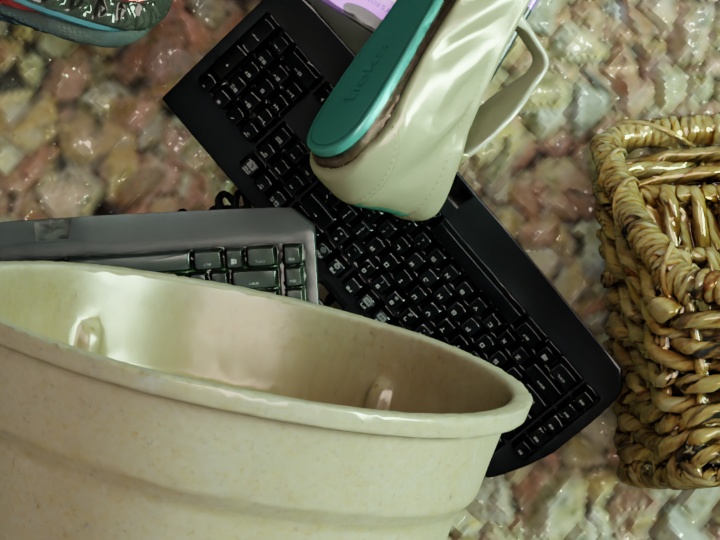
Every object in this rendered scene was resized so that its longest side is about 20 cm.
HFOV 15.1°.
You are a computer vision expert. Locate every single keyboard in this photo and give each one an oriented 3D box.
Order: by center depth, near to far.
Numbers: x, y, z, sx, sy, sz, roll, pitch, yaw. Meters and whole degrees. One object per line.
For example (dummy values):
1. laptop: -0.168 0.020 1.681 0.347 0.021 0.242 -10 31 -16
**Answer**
1. keyboard: -0.111 0.044 1.020 0.199 0.021 0.128 -4 96 8
2. keyboard: 0.000 0.000 1.022 0.200 0.040 0.104 49 121 1

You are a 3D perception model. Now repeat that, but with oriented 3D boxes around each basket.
1. basket: 0.194 0.002 1.014 0.199 0.143 0.150 -3 86 -6

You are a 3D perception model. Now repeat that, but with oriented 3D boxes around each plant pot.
1. plant pot: -0.059 0.109 0.914 0.199 0.200 0.185 12 98 -4

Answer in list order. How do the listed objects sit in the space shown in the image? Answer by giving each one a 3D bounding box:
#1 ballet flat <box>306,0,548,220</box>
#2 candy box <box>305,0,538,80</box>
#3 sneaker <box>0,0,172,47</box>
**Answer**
1. ballet flat: 0.051 -0.106 0.985 0.069 0.069 0.201 31 86 -2
2. candy box: 0.022 -0.189 1.049 0.167 0.072 0.201 32 84 -2
3. sneaker: -0.159 -0.133 1.018 0.199 0.096 0.080 26 63 7
